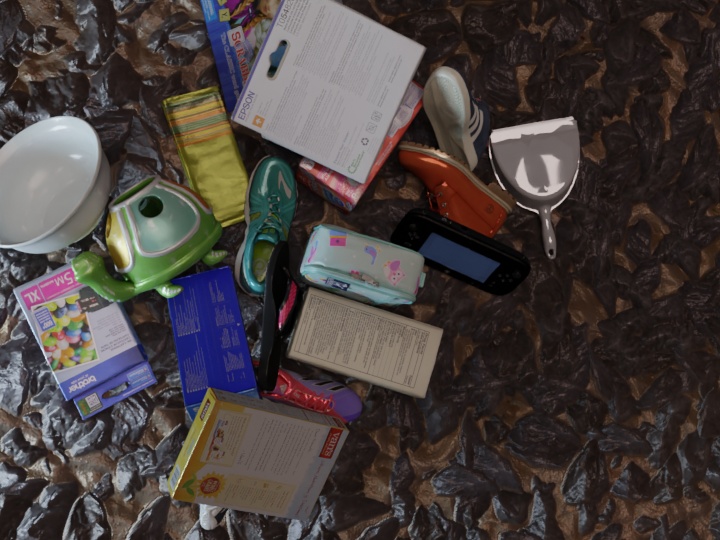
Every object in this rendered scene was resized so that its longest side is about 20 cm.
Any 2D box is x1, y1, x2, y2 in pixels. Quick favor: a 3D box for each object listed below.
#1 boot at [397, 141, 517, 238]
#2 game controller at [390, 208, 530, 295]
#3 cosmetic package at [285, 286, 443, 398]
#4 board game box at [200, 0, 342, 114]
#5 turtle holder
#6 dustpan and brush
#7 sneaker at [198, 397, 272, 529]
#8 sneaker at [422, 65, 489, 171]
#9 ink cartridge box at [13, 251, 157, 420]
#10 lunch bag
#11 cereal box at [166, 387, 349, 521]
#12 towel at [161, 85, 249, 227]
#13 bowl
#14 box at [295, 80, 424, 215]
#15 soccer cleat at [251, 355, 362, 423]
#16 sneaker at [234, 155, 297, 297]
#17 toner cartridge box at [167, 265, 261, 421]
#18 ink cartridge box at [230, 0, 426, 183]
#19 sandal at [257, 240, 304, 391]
[{"bbox_3d":[0.124,-0.107,1.191,0.199,0.075,0.108,32,87,-12],"label":"boot"},{"bbox_3d":[0.143,-0.024,1.176,0.199,0.105,0.042,24,49,-6],"label":"game controller"},{"bbox_3d":[0.003,0.103,1.149,0.198,0.087,0.104,19,81,-6],"label":"cosmetic package"},{"bbox_3d":[-0.118,-0.345,1.150,0.198,0.041,0.202,-16,87,18],"label":"board game box"},{"bbox_3d":[-0.283,-0.042,1.086,0.184,0.141,0.132,-28,114,5],"label":"turtle holder"},{"bbox_3d":[0.275,-0.119,1.236,0.138,0.057,0.202,-9,80,1],"label":"dustpan and brush"},{"bbox_3d":[-0.141,0.267,1.115,0.129,0.079,0.201,14,94,-20],"label":"sneaker"},{"bbox_3d":[0.145,-0.232,1.162,0.075,0.200,0.085,27,70,25],"label":"sneaker"},{"bbox_3d":[-0.374,0.090,1.116,0.119,0.042,0.201,-26,91,-10],"label":"ink cartridge box"},{"bbox_3d":[0.000,0.000,1.101,0.159,0.200,0.078,20,84,-9],"label":"lunch bag"},{"bbox_3d":[-0.128,0.239,1.045,0.199,0.040,0.145,20,101,-31],"label":"cereal box"},{"bbox_3d":[-0.214,-0.162,1.174,0.085,0.018,0.202,-19,89,-9],"label":"towel"},{"bbox_3d":[-0.404,-0.098,1.082,0.199,0.090,0.203,-11,59,18],"label":"bowl"},{"bbox_3d":[0.000,-0.192,1.170,0.099,0.095,0.201,34,80,-3],"label":"box"},{"bbox_3d":[-0.091,0.170,1.133,0.198,0.076,0.067,21,84,-5],"label":"soccer cleat"},{"bbox_3d":[-0.125,-0.062,1.142,0.077,0.080,0.202,8,88,-16],"label":"sneaker"},{"bbox_3d":[-0.199,0.093,1.089,0.094,0.043,0.201,-14,55,-6],"label":"toner cartridge box"},{"bbox_3d":[-0.042,-0.246,1.079,0.199,0.041,0.201,25,96,-6],"label":"ink cartridge box"},{"bbox_3d":[-0.102,0.061,1.089,0.045,0.075,0.202,1,77,12],"label":"sandal"}]
